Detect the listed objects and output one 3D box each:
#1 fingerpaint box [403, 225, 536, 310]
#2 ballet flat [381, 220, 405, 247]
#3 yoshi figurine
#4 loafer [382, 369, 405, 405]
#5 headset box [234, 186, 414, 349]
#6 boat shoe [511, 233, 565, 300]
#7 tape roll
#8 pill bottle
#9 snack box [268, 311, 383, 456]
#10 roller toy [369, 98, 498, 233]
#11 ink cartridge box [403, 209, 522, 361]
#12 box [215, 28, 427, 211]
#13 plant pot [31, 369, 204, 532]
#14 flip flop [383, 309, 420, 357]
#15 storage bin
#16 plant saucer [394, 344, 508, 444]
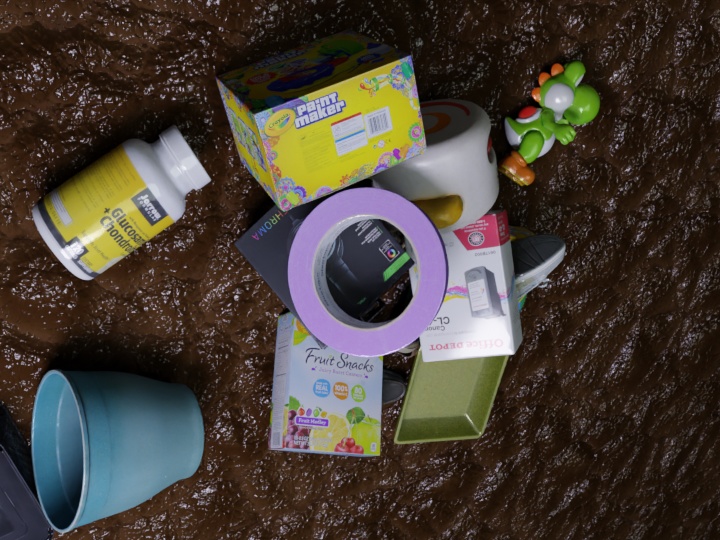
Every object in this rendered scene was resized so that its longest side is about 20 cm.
[{"bbox_3d":[0.191,0.006,1.173,0.196,0.073,0.170,6,111,-29],"label":"fingerpaint box"},{"bbox_3d":[0.000,0.000,1.082,0.067,0.062,0.201,35,96,-33],"label":"ballet flat"},{"bbox_3d":[0.305,-0.223,1.105,0.111,0.112,0.202,24,100,-49],"label":"yoshi figurine"},{"bbox_3d":[-0.006,0.213,1.179,0.196,0.072,0.074,-4,116,-25],"label":"loafer"},{"bbox_3d":[-0.043,-0.015,0.977,0.174,0.093,0.201,-41,89,-1],"label":"headset box"},{"bbox_3d":[0.240,0.018,1.117,0.201,0.075,0.065,-39,131,1],"label":"boat shoe"},{"bbox_3d":[0.011,0.002,0.880,0.195,0.066,0.206,0,92,12],"label":"tape roll"},{"bbox_3d":[-0.287,-0.088,0.865,0.198,0.112,0.113,-36,125,-6],"label":"pill bottle"},{"bbox_3d":[-0.049,0.175,1.080,0.166,0.067,0.205,12,70,-31],"label":"snack box"},{"bbox_3d":[0.103,-0.141,0.987,0.181,0.199,0.142,-33,125,-24],"label":"roller toy"},{"bbox_3d":[0.152,0.022,1.039,0.144,0.085,0.205,-7,94,22],"label":"ink cartridge box"},{"bbox_3d":[-0.053,-0.195,0.880,0.197,0.193,0.124,-24,123,-14],"label":"box"},{"bbox_3d":[-0.325,0.230,0.969,0.185,0.199,0.204,0,116,-43],"label":"plant pot"},{"bbox_3d":[0.067,0.109,1.112,0.080,0.200,0.059,26,99,10],"label":"flip flop"},{"bbox_3d":[-0.515,0.297,0.956,0.133,0.094,0.204,-22,121,-15],"label":"storage bin"},{"bbox_3d":[0.157,0.210,1.274,0.196,0.048,0.204,3,113,-27],"label":"plant saucer"}]
